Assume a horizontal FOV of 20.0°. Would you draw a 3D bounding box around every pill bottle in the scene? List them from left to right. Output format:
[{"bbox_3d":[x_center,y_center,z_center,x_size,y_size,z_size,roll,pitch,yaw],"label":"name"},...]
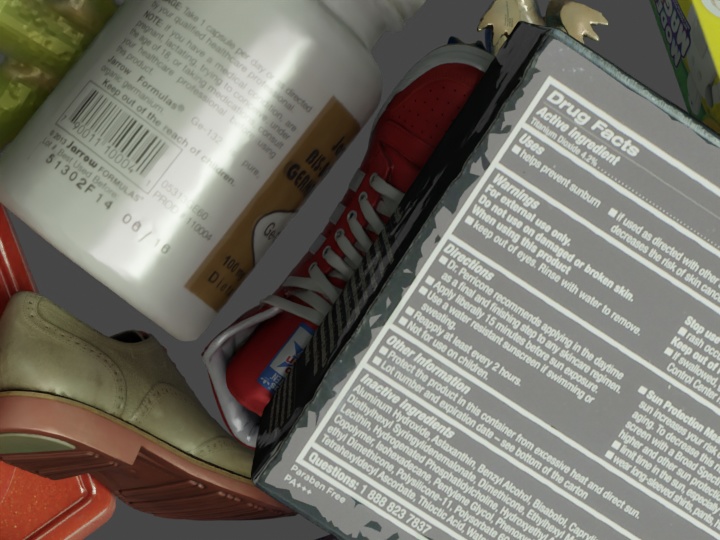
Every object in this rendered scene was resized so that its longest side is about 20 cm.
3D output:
[{"bbox_3d":[-0.056,-0.080,0.871,0.114,0.114,0.200,39,86,-20],"label":"pill bottle"}]

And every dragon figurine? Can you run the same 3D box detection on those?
[{"bbox_3d":[0.075,-0.086,0.933,0.059,0.099,0.201,-10,88,-10],"label":"dragon figurine"}]

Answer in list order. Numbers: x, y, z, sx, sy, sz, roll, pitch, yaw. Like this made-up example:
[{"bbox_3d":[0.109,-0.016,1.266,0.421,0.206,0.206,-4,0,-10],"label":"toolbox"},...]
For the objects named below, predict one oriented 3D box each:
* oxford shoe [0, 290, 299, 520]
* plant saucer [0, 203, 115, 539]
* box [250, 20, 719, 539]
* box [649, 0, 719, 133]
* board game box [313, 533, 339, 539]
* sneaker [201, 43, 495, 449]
[{"bbox_3d":[-0.087,0.065,0.910,0.200,0.070,0.075,32,55,-52],"label":"oxford shoe"},{"bbox_3d":[-0.196,0.070,0.865,0.200,0.037,0.200,-34,115,-39],"label":"plant saucer"},{"bbox_3d":[0.095,0.039,0.787,0.200,0.123,0.199,33,98,-6],"label":"box"},{"bbox_3d":[0.201,-0.096,0.905,0.117,0.200,0.048,-7,151,-11],"label":"box"},{"bbox_3d":[0.008,0.199,0.936,0.200,0.057,0.165,-23,116,41],"label":"board game box"},{"bbox_3d":[0.000,0.000,0.869,0.071,0.112,0.200,35,130,8],"label":"sneaker"}]
